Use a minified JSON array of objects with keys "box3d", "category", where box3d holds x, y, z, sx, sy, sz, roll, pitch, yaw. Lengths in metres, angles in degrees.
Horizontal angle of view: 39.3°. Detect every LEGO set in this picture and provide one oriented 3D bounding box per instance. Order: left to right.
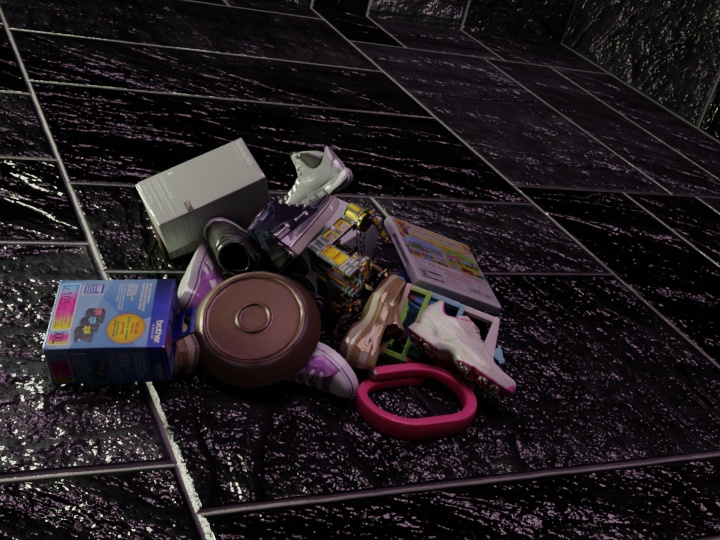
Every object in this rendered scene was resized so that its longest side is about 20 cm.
[{"box3d":[0.000,0.000,1.675,0.115,0.201,0.153,33,51,29],"category":"LEGO set"}]

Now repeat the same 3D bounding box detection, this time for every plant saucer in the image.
[{"box3d":[-0.158,0.078,1.502,0.198,0.035,0.202,-2,55,2],"category":"plant saucer"}]

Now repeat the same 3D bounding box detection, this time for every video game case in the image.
[{"box3d":[0.148,-0.010,1.827,0.198,0.023,0.183,19,32,-32],"category":"video game case"}]

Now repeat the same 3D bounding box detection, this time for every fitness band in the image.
[{"box3d":[0.087,0.199,1.550,0.198,0.038,0.144,-3,33,-31],"category":"fitness band"}]

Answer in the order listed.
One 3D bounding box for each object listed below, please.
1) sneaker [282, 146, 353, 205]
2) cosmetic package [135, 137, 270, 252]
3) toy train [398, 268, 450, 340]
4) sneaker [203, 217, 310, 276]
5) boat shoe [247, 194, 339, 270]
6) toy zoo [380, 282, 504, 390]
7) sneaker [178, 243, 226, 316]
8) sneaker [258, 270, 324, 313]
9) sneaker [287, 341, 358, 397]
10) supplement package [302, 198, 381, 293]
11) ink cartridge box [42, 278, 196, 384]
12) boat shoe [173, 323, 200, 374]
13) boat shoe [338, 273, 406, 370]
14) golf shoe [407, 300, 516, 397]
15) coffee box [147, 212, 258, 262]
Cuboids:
[{"box3d":[-0.118,-0.167,1.944,0.116,0.199,0.075,55,13,2],"category":"sneaker"},{"box3d":[-0.261,-0.128,1.696,0.199,0.091,0.107,-29,59,-12],"category":"cosmetic package"},{"box3d":[0.106,0.053,1.793,0.114,0.087,0.200,34,29,15],"category":"toy train"},{"box3d":[-0.167,-0.014,1.672,0.199,0.071,0.099,24,22,-26],"category":"sneaker"},{"box3d":[-0.110,-0.092,1.678,0.093,0.075,0.200,46,39,-8],"category":"boat shoe"},{"box3d":[0.144,0.115,1.664,0.198,0.132,0.020,22,-18,11],"category":"toy zoo"},{"box3d":[-0.237,0.033,1.651,0.113,0.073,0.201,24,26,-13],"category":"sneaker"},{"box3d":[-0.102,0.055,1.647,0.114,0.077,0.199,33,5,16],"category":"sneaker"},{"box3d":[-0.106,0.152,1.519,0.199,0.073,0.114,31,49,19],"category":"sneaker"},{"box3d":[-0.063,-0.040,1.833,0.116,0.118,0.200,25,27,17],"category":"supplement package"},{"box3d":[-0.329,0.084,1.414,0.197,0.077,0.137,0,44,-3],"category":"ink cartridge box"},{"box3d":[-0.310,0.084,1.510,0.073,0.076,0.200,-10,36,-32],"category":"boat shoe"},{"box3d":[0.039,0.088,1.616,0.075,0.072,0.201,19,50,17],"category":"boat shoe"},{"box3d":[0.173,0.123,1.611,0.199,0.075,0.092,34,71,13],"category":"golf shoe"},{"box3d":[-0.275,-0.106,1.799,0.198,0.080,0.113,-21,38,-11],"category":"coffee box"}]
